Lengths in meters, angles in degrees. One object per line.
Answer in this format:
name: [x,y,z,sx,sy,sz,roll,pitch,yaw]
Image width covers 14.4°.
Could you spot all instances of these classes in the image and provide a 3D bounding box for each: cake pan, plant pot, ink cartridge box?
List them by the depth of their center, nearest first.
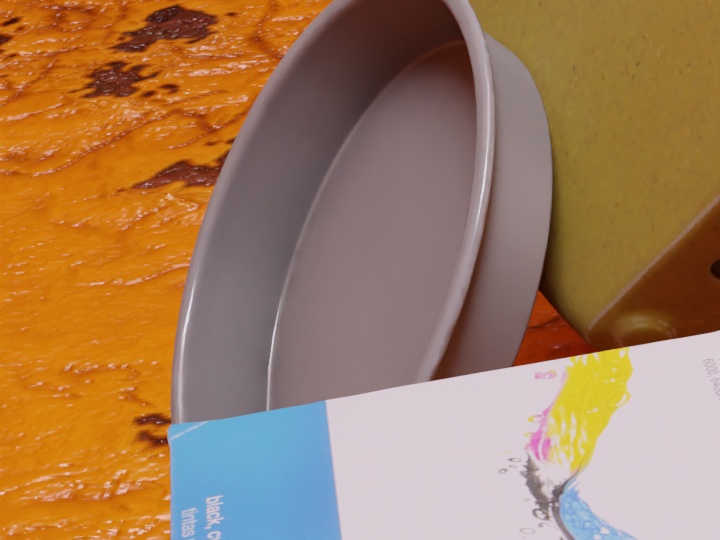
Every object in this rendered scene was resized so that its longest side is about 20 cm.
ink cartridge box: [0.064,0.116,0.704,0.199,0.148,0.145,-11,26,1]
plant pot: [0.148,-0.063,0.930,0.195,0.194,0.201,22,47,-19]
cake pan: [0.000,0.000,0.940,0.037,0.201,0.200,18,14,-27]
